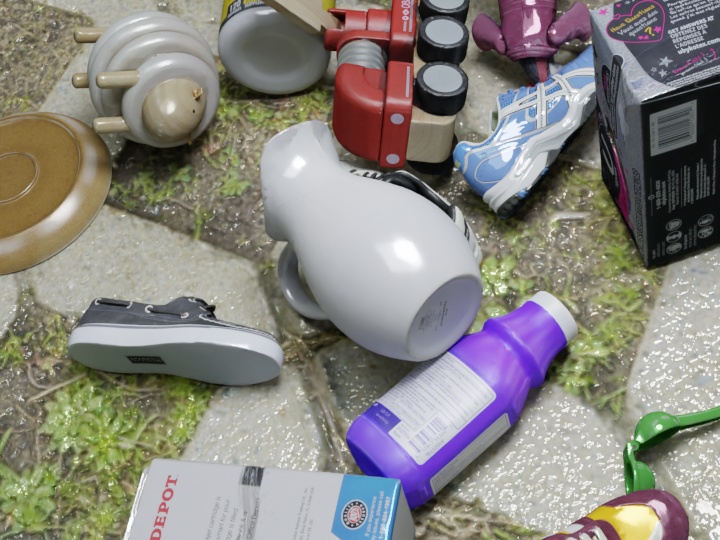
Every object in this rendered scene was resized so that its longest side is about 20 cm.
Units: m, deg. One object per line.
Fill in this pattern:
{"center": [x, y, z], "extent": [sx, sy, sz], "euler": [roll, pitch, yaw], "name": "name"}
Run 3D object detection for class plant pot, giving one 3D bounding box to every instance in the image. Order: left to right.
{"center": [-0.342, -0.085, 1.292], "extent": [0.198, 0.028, 0.202], "euler": [-7, 54, 10], "name": "plant pot"}

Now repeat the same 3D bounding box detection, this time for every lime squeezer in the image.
{"center": [0.223, 0.152, 0.979], "extent": [0.070, 0.038, 0.200], "euler": [39, 67, -1], "name": "lime squeezer"}

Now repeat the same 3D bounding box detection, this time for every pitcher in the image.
{"center": [0.000, 0.000, 1.058], "extent": [0.120, 0.173, 0.200], "euler": [-24, 48, -32], "name": "pitcher"}

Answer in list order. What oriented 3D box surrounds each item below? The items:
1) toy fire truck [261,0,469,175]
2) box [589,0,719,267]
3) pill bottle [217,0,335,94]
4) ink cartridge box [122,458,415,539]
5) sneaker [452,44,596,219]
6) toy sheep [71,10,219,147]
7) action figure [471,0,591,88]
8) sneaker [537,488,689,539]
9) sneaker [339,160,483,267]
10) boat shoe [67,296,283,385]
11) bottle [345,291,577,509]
{"center": [-0.004, -0.193, 1.183], "extent": [0.197, 0.129, 0.177], "euler": [5, 49, 0], "name": "toy fire truck"}
{"center": [0.262, -0.121, 1.054], "extent": [0.131, 0.201, 0.115], "euler": [-18, 50, 1], "name": "box"}
{"center": [-0.079, -0.283, 1.315], "extent": [0.111, 0.112, 0.202], "euler": [-5, 54, 11], "name": "pill bottle"}
{"center": [-0.071, 0.225, 0.961], "extent": [0.198, 0.085, 0.146], "euler": [3, 55, 15], "name": "ink cartridge box"}
{"center": [0.160, -0.140, 1.162], "extent": [0.077, 0.076, 0.200], "euler": [38, 67, 7], "name": "sneaker"}
{"center": [-0.204, -0.188, 1.269], "extent": [0.137, 0.139, 0.201], "euler": [-25, 47, -5], "name": "toy sheep"}
{"center": [0.159, -0.255, 1.212], "extent": [0.133, 0.149, 0.202], "euler": [-9, 85, 18], "name": "action figure"}
{"center": [0.139, 0.213, 0.899], "extent": [0.199, 0.090, 0.075], "euler": [-36, 59, -1], "name": "sneaker"}
{"center": [0.022, -0.062, 1.145], "extent": [0.199, 0.088, 0.076], "euler": [28, 67, 31], "name": "sneaker"}
{"center": [-0.154, 0.052, 1.124], "extent": [0.198, 0.070, 0.067], "euler": [0, 56, 23], "name": "boat shoe"}
{"center": [0.084, 0.095, 1.028], "extent": [0.200, 0.066, 0.083], "euler": [-40, 51, -15], "name": "bottle"}
